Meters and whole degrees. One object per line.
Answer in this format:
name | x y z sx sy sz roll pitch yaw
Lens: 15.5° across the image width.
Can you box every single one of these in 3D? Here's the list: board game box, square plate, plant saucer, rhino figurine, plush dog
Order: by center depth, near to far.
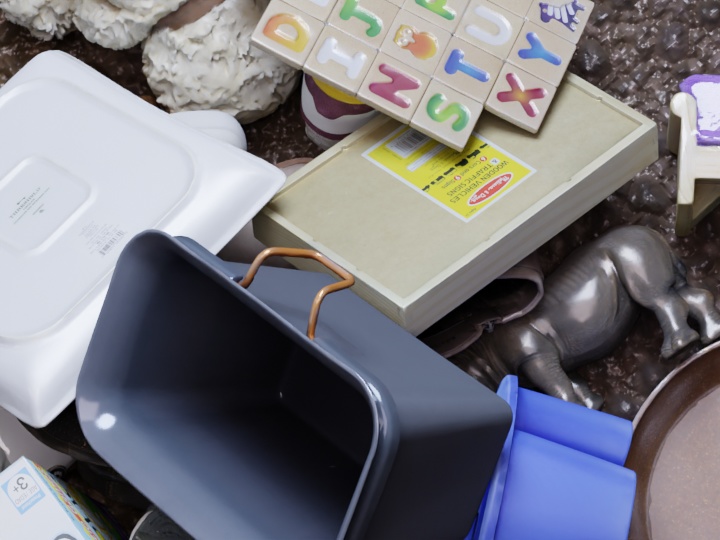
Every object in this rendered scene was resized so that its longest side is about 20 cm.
board game box | -0.170 0.183 1.425 0.105 0.200 0.103 -38 77 -3
square plate | -0.174 -0.030 1.438 0.197 0.029 0.200 28 64 34
plant saucer | 0.241 0.133 1.478 0.198 0.034 0.202 -1 79 6
rhino figurine | 0.105 0.047 1.497 0.199 0.060 0.088 -32 75 1
plush dog | -0.096 -0.166 1.530 0.200 0.160 0.172 -38 102 -2

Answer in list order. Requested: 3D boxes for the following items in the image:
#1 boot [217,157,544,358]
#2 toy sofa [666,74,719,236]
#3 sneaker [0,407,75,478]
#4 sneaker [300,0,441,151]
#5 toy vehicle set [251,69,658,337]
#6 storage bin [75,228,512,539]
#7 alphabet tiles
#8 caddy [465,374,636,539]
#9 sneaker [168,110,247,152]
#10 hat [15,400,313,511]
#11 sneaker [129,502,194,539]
boot | 0.000 0.000 1.486 0.199 0.071 0.147 -26 47 -8
toy sofa | 0.273 -0.072 1.492 0.198 0.083 0.098 2 79 6
sneaker | -0.227 0.042 1.534 0.088 0.074 0.201 -29 76 -19
sneaker | 0.031 -0.153 1.544 0.075 0.090 0.200 40 59 11
toy vehicle set | 0.053 -0.050 1.463 0.199 0.027 0.124 -35 51 -27
storage bin | -0.024 0.061 1.335 0.200 0.134 0.147 34 113 36
alphabet tiles | 0.028 -0.159 1.487 0.199 0.006 0.167 27 58 0
caddy | 0.080 0.157 1.419 0.104 0.142 0.202 12 110 -1
sneaker | -0.144 -0.018 1.490 0.199 0.073 0.085 -27 50 -10
hat | -0.104 0.085 1.482 0.199 0.201 0.081 10 121 8
sneaker | -0.065 0.150 1.431 0.074 0.200 0.085 18 70 22
